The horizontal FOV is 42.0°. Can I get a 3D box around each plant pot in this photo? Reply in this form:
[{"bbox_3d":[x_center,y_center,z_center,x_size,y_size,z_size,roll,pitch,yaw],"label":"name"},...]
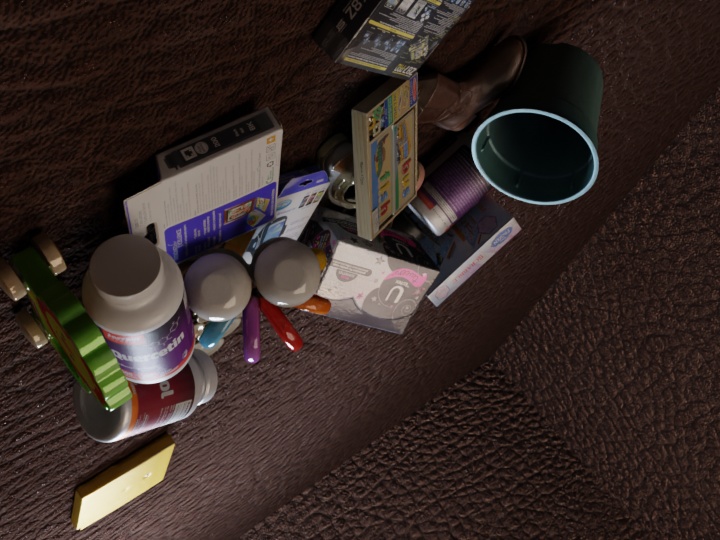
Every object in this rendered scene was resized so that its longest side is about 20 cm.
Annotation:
[{"bbox_3d":[0.298,-0.245,1.502,0.201,0.199,0.197,114,-1,-55],"label":"plant pot"}]

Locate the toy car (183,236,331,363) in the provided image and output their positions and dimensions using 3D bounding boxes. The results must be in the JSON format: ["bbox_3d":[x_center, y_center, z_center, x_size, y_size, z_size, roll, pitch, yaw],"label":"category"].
[{"bbox_3d":[-0.134,0.041,1.209,0.198,0.152,0.175,-11,-174,-7],"label":"toy car"}]

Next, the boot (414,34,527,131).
[{"bbox_3d":[0.143,-0.277,1.367,0.187,0.064,0.199,-52,156,23],"label":"boot"}]

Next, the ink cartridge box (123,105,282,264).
[{"bbox_3d":[-0.188,-0.084,1.106,0.199,0.044,0.199,-28,159,-21],"label":"ink cartridge box"}]

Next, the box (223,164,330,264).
[{"bbox_3d":[-0.121,-0.071,1.314,0.119,0.042,0.201,-23,153,-47],"label":"box"}]

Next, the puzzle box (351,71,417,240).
[{"bbox_3d":[0.037,-0.158,1.285,0.133,0.025,0.201,-46,145,-41],"label":"puzzle box"}]

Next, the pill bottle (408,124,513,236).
[{"bbox_3d":[0.171,-0.164,1.611,0.200,0.112,0.111,-42,164,1],"label":"pill bottle"}]

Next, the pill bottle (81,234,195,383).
[{"bbox_3d":[-0.253,0.044,1.077,0.112,0.113,0.201,-35,158,-20],"label":"pill bottle"}]

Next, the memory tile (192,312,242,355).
[{"bbox_3d":[-0.256,0.108,1.495,0.200,0.017,0.153,-48,162,21],"label":"memory tile"}]

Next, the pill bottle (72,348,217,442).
[{"bbox_3d":[-0.305,0.171,1.358,0.113,0.113,0.199,-50,159,27],"label":"pill bottle"}]

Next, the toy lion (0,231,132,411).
[{"bbox_3d":[-0.302,0.071,0.987,0.068,0.192,0.200,-34,162,-22],"label":"toy lion"}]

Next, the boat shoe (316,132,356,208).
[{"bbox_3d":[-0.015,-0.125,1.362,0.075,0.069,0.200,-41,164,-2],"label":"boat shoe"}]

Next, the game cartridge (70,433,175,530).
[{"bbox_3d":[-0.451,0.401,1.773,0.199,0.033,0.177,-27,158,-35],"label":"game cartridge"}]

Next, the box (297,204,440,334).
[{"bbox_3d":[0.000,0.000,1.453,0.199,0.115,0.133,15,115,-34],"label":"box"}]

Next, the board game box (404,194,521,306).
[{"bbox_3d":[0.150,-0.068,1.665,0.199,0.200,0.041,-42,136,3],"label":"board game box"}]

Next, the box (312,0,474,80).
[{"bbox_3d":[0.052,-0.306,1.097,0.162,0.049,0.199,-51,162,23],"label":"box"}]

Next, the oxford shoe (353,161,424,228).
[{"bbox_3d":[0.021,-0.102,1.519,0.201,0.071,0.074,-57,155,14],"label":"oxford shoe"}]

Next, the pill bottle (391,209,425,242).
[{"bbox_3d":[0.013,-0.021,1.614,0.200,0.112,0.112,-45,163,8],"label":"pill bottle"}]
